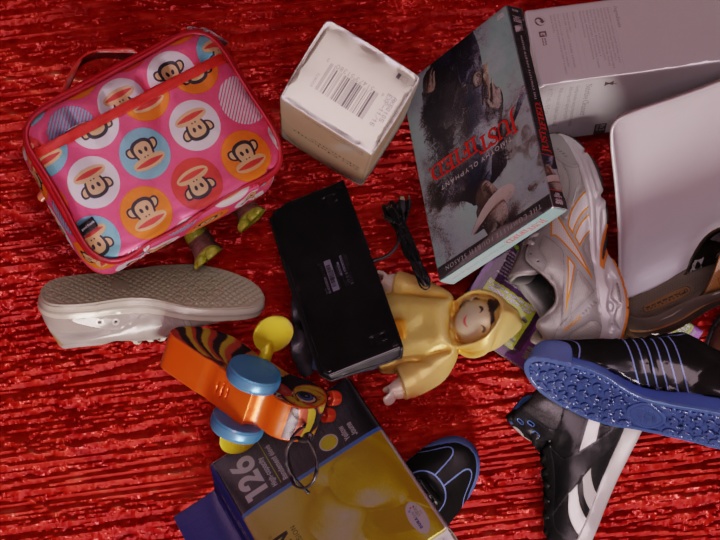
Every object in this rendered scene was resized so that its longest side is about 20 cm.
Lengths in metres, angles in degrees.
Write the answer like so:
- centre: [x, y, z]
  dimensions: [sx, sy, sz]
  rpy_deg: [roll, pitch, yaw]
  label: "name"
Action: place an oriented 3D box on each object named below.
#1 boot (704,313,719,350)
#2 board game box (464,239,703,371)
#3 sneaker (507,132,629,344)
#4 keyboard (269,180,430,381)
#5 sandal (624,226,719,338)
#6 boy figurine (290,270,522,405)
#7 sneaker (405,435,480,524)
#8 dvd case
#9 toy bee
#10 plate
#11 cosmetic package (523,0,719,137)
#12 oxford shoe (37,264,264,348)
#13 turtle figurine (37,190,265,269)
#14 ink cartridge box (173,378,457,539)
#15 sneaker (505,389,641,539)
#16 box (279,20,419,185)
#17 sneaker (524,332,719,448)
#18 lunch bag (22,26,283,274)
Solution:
- centre: [0.381, 0.048, 1.495]
  dimensions: [0.068, 0.200, 0.189]
  rpy_deg: [40, 84, -10]
  label: "boot"
- centre: [0.193, 0.050, 1.578]
  dimensions: [0.200, 0.032, 0.120]
  rpy_deg: [34, 89, 0]
  label: "board game box"
- centre: [0.168, -0.027, 1.528]
  dimensions: [0.092, 0.076, 0.201]
  rpy_deg: [-7, 70, -13]
  label: "sneaker"
- centre: [0.000, 0.000, 1.528]
  dimensions: [0.127, 0.021, 0.201]
  rpy_deg: [-21, 52, 3]
  label: "keyboard"
- centre: [0.311, -0.007, 1.529]
  dimensions: [0.199, 0.082, 0.055]
  rpy_deg: [-25, 109, 8]
  label: "sandal"
- centre: [0.040, 0.057, 1.531]
  dimensions: [0.199, 0.064, 0.125]
  rpy_deg: [-2, 65, 13]
  label: "boy figurine"
- centre: [0.031, 0.223, 1.533]
  dimensions: [0.070, 0.078, 0.200]
  rpy_deg: [45, 86, 2]
  label: "sneaker"
- centre: [0.103, -0.108, 1.511]
  dimensions: [0.022, 0.146, 0.201]
  rpy_deg: [11, 58, -39]
  label: "dvd case"
- centre: [-0.076, 0.116, 1.501]
  dimensions: [0.131, 0.108, 0.200]
  rpy_deg: [-49, 62, 34]
  label: "toy bee"
- centre: [0.302, -0.089, 1.529]
  dimensions: [0.199, 0.200, 0.032]
  rpy_deg: [-22, 41, -13]
  label: "plate"
- centre: [0.243, -0.183, 1.550]
  dimensions: [0.199, 0.113, 0.082]
  rpy_deg: [-7, 68, 0]
  label: "cosmetic package"
- centre: [-0.185, 0.036, 1.555]
  dimensions: [0.199, 0.075, 0.058]
  rpy_deg: [-4, 122, -10]
  label: "oxford shoe"
- centre: [-0.173, -0.082, 1.559]
  dimensions: [0.200, 0.064, 0.161]
  rpy_deg: [-40, 92, -13]
  label: "turtle figurine"
- centre: [-0.047, 0.214, 1.494]
  dimensions: [0.199, 0.047, 0.198]
  rpy_deg: [-32, 48, -5]
  label: "ink cartridge box"
- centre: [0.168, 0.174, 1.542]
  dimensions: [0.111, 0.073, 0.201]
  rpy_deg: [24, 94, 6]
  label: "sneaker"
- centre: [-0.012, -0.139, 1.500]
  dimensions: [0.095, 0.200, 0.078]
  rpy_deg: [31, 85, 2]
  label: "box"
- centre: [0.241, 0.087, 1.472]
  dimensions: [0.199, 0.070, 0.078]
  rpy_deg: [17, 52, 9]
  label: "sneaker"
- centre: [-0.182, -0.112, 1.490]
  dimensions: [0.199, 0.082, 0.177]
  rpy_deg: [-30, 86, -15]
  label: "lunch bag"
